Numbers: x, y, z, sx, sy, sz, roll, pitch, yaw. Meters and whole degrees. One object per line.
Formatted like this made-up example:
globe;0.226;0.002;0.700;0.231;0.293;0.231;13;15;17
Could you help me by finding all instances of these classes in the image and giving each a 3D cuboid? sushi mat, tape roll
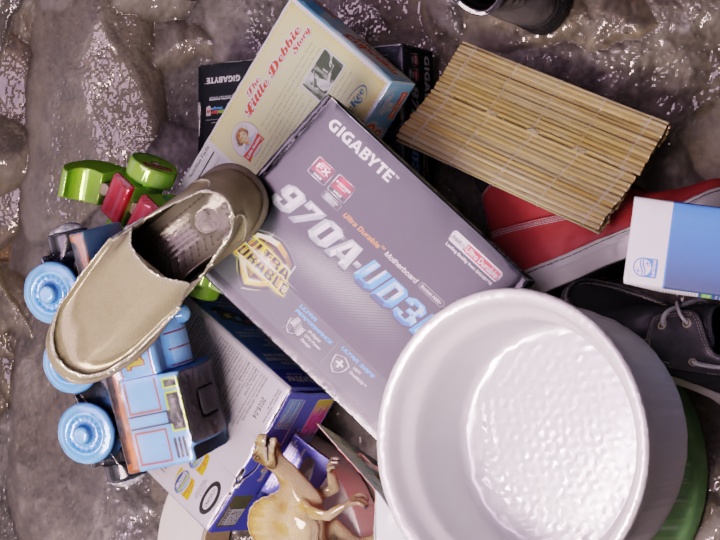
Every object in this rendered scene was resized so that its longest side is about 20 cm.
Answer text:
sushi mat;0.122;-0.098;1.526;0.199;0.012;0.096;27;73;37
tape roll;-0.073;0.224;1.678;0.202;0.037;0.204;-3;85;34

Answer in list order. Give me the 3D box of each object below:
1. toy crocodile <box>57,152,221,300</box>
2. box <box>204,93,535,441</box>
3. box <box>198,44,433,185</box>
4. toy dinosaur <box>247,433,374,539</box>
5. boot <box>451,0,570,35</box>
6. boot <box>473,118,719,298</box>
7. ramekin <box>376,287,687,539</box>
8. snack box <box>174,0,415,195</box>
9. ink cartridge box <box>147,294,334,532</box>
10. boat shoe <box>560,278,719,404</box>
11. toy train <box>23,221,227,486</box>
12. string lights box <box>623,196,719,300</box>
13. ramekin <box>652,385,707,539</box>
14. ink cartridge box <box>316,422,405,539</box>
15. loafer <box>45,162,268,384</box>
toy crocodile;-0.147;-0.033;1.612;0.200;0.062;0.068;35;111;29
box;0.000;0.000;1.521;0.200;0.046;0.159;43;96;10
box;-0.037;-0.088;1.658;0.199;0.046;0.160;-3;87;33
toy dinosaur;-0.036;0.205;1.596;0.100;0.058;0.201;1;111;14
boot;0.054;-0.241;1.567;0.199;0.131;0.070;29;103;31
boot;0.168;-0.066;1.521;0.199;0.072;0.145;-21;74;34
ramekin;0.119;0.114;1.406;0.199;0.097;0.202;-2;86;33
snack box;-0.055;-0.093;1.610;0.116;0.037;0.201;43;112;27
ink cartridge box;-0.109;0.108;1.643;0.200;0.076;0.137;40;108;30
boat shoe;0.229;0.043;1.454;0.199;0.072;0.068;22;134;21
toy train;-0.172;0.058;1.573;0.113;0.087;0.201;-12;93;18
string lights box;0.275;-0.005;1.385;0.198;0.103;0.059;7;91;9
ramekin;0.137;0.142;1.509;0.199;0.097;0.202;-2;86;33
ink cartridge box;0.038;0.210;1.531;0.047;0.160;0.200;-42;65;3
loafer;-0.151;0.000;1.491;0.076;0.068;0.200;44;97;6
